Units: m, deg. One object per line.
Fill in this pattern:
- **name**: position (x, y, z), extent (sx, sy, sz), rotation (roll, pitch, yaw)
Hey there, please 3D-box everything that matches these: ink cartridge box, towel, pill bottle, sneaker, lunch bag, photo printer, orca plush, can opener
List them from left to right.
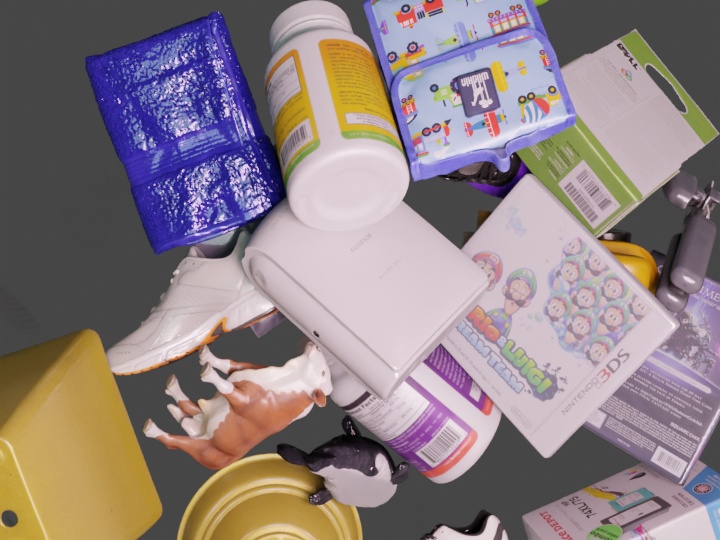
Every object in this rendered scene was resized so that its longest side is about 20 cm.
- **sneaker**: position (-0.168, 0.031, 1.039), extent (0.197, 0.076, 0.093), rotation (-26, 87, 3)
- **towel**: position (-0.164, -0.131, 1.020), extent (0.145, 0.050, 0.203), rotation (-21, 96, -6)
- **pill bottle**: position (-0.029, -0.147, 0.976), extent (0.109, 0.112, 0.203), rotation (-8, 56, -9)
- **orca plush**: position (-0.021, 0.180, 1.050), extent (0.104, 0.199, 0.072), rotation (-30, 61, 24)
- **photo printer**: position (0.000, 0.000, 0.995), extent (0.199, 0.070, 0.166), rotation (41, 54, 13)
- **pill bottle**: position (0.036, 0.110, 1.064), extent (0.199, 0.111, 0.112), rotation (40, 89, -12)
- **sneaker**: position (0.068, 0.311, 1.123), extent (0.197, 0.074, 0.082), rotation (-15, 95, -16)
- **lunch bag**: position (0.099, -0.166, 0.962), extent (0.148, 0.095, 0.203), rotation (-17, 56, 4)
- **sneaker**: position (0.110, -0.110, 1.048), extent (0.197, 0.100, 0.070), rotation (22, 110, -9)
- **ink cartridge box**: position (0.253, -0.140, 1.067), extent (0.199, 0.076, 0.149), rotation (-31, 80, -42)
- **ink cartridge box**: position (0.298, 0.308, 1.119), extent (0.197, 0.147, 0.148), rotation (-22, 101, -7)
- **can opener**: position (0.318, -0.038, 1.071), extent (0.066, 0.200, 0.054), rotation (33, 129, 4)

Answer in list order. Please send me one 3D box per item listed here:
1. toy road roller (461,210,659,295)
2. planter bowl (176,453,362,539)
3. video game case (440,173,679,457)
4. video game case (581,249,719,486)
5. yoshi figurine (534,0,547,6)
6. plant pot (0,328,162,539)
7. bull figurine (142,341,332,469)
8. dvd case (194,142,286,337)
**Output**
- **toy road roller**: position (0.203, 0.014, 1.063), extent (0.196, 0.146, 0.126), rotation (5, 96, -11)
- **planter bowl**: position (-0.088, 0.296, 1.081), extent (0.196, 0.083, 0.205), rotation (-1, 98, -9)
- **video game case**: position (0.170, 0.043, 1.020), extent (0.200, 0.024, 0.183), rotation (47, 112, 17)
- **video game case**: position (0.321, 0.099, 1.117), extent (0.142, 0.019, 0.202), rotation (30, 91, 29)
- **yoshi figurine**: position (0.114, -0.294, 1.033), extent (0.196, 0.112, 0.114), rotation (-13, 110, -10)
- **plant pot**: position (-0.319, 0.194, 0.956), extent (0.196, 0.177, 0.203), rotation (-17, 100, 7)
- **bull figurine**: position (-0.116, 0.126, 1.020), extent (0.120, 0.066, 0.200), rotation (31, 126, -21)
- **dvd case**: position (-0.064, -0.051, 1.074), extent (0.199, 0.016, 0.150), rotation (-35, 101, -4)
